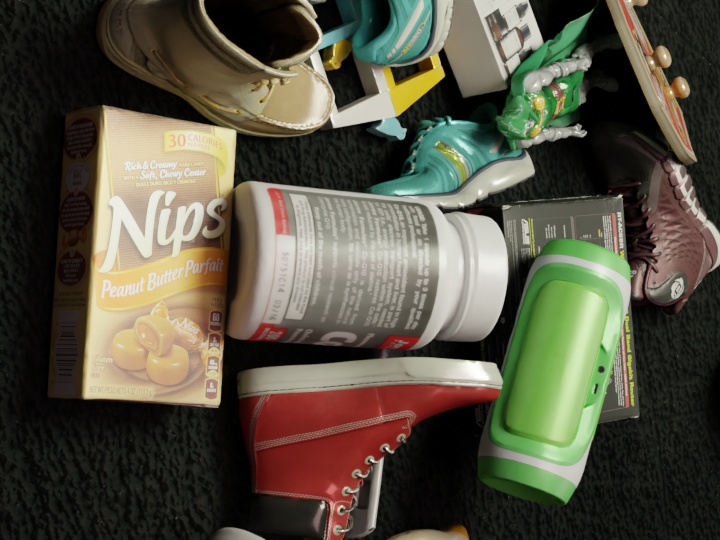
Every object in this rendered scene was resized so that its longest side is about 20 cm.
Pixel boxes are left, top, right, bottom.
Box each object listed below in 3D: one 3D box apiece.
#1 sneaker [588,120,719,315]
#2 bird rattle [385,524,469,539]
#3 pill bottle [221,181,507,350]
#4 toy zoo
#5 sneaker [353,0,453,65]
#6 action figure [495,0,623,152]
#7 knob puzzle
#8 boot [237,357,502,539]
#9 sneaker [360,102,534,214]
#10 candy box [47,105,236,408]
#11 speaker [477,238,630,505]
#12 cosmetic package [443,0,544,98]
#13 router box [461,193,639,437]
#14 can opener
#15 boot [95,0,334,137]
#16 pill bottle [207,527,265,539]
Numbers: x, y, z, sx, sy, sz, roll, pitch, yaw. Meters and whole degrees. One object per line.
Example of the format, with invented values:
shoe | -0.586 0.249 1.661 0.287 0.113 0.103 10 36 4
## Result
sneaker | 0.255 -0.035 1.467 0.200 0.075 0.116 47 64 -29
bird rattle | 0.047 0.292 1.292 0.199 0.113 0.164 -15 86 -26
pill bottle | 0.000 0.000 1.191 0.199 0.114 0.115 5 85 -22
toy zoo | -0.002 -0.199 1.293 0.131 0.020 0.201 -29 106 -37
sneaker | 0.029 -0.250 1.227 0.079 0.077 0.201 -15 119 -28
action figure | 0.165 -0.149 1.359 0.200 0.054 0.119 -38 137 -50
knob puzzle | 0.262 -0.182 1.429 0.220 0.030 0.220 57 19 -31
boot | 0.012 0.138 1.206 0.198 0.072 0.145 -6 83 -1
sneaker | 0.061 -0.083 1.317 0.200 0.077 0.080 -27 96 -47
candy box | -0.153 -0.007 1.139 0.115 0.055 0.202 7 85 -41
speaker | 0.156 0.081 1.292 0.088 0.088 0.201 28 72 -35
cosmetic package | 0.087 -0.253 1.338 0.083 0.050 0.201 -45 118 -48
router box | 0.163 0.038 1.393 0.149 0.062 0.202 -5 92 -38
can opener | -0.007 0.108 1.257 0.067 0.053 0.202 13 79 -39
boot | -0.069 -0.149 1.148 0.199 0.154 0.073 22 77 -35
pill bottle | -0.118 0.286 1.121 0.200 0.112 0.113 -49 117 -30
